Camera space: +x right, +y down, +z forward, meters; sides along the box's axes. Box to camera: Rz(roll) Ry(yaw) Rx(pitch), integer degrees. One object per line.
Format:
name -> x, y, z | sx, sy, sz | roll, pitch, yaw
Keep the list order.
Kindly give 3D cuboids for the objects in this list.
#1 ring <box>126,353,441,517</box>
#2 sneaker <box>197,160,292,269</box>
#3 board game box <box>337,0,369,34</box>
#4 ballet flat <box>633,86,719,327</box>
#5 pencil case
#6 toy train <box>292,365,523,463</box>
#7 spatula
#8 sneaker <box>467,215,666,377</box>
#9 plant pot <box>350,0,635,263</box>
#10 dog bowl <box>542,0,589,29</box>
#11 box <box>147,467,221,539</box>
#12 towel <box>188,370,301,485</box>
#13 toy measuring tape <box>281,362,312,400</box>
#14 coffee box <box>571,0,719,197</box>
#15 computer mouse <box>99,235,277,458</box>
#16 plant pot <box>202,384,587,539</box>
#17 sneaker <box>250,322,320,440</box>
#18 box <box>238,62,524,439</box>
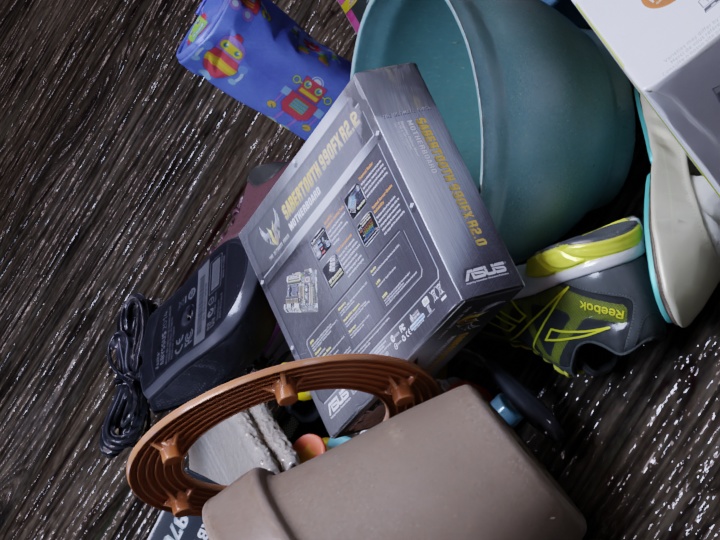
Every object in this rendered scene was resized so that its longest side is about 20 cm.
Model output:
ring -> -0.044, 0.109, 1.219 | 0.200, 0.200, 0.019 | -39, 55, 33
sneaker -> -0.090, -0.013, 1.590 | 0.200, 0.076, 0.116 | -44, 29, 10
board game box -> 0.045, -0.255, 1.574 | 0.148, 0.064, 0.200 | -51, 32, 18
ballet flat -> 0.203, -0.057, 1.195 | 0.069, 0.069, 0.200 | -36, 39, 37
pencil case -> -0.044, -0.144, 1.492 | 0.078, 0.200, 0.087 | -49, 22, 23
toy train -> 0.017, 0.123, 1.331 | 0.200, 0.056, 0.150 | -46, 34, 24
spatula -> 0.069, 0.059, 1.267 | 0.021, 0.057, 0.200 | -40, 39, -13
sneaker -> 0.118, 0.032, 1.233 | 0.200, 0.074, 0.085 | -33, 77, 64
plant pot -> 0.091, -0.093, 1.277 | 0.200, 0.134, 0.201 | 175, 90, -66
dog bowl -> 0.145, -0.205, 1.349 | 0.200, 0.111, 0.050 | -43, 73, 30
box -> -0.141, 0.240, 1.362 | 0.200, 0.046, 0.159 | 110, -174, -64
towel -> -0.083, 0.141, 1.419 | 0.200, 0.034, 0.133 | -126, 34, -53
toy measuring tape -> 0.000, 0.000, 1.371 | 0.200, 0.074, 0.074 | -58, 30, -11
coffee box -> 0.236, -0.140, 1.034 | 0.200, 0.200, 0.198 | -38, 36, 10
computer mouse -> -0.111, 0.046, 1.405 | 0.200, 0.053, 0.139 | -37, 37, 42
plant pot -> 0.033, 0.162, 1.177 | 0.175, 0.200, 0.200 | -41, 33, 2
sneaker -> -0.057, 0.070, 1.459 | 0.200, 0.078, 0.140 | -29, 43, 43
box -> 0.007, -0.008, 1.235 | 0.159, 0.048, 0.200 | 65, 146, 19
